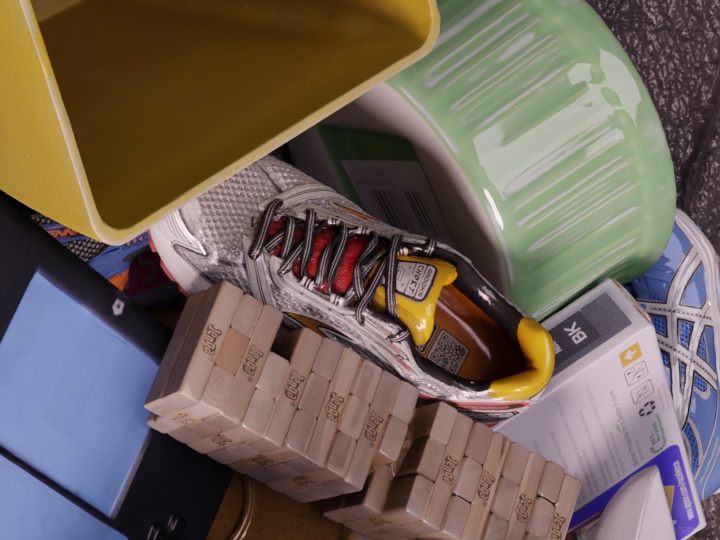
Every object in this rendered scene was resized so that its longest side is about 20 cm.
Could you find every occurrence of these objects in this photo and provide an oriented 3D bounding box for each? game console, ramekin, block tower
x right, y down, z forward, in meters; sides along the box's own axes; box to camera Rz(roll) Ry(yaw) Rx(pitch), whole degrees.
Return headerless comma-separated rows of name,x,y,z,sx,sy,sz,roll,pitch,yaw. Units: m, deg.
game console,-0.133,0.083,0.707,0.200,0.031,0.177,43,65,-42
ramekin,0.050,-0.056,0.885,0.098,0.200,0.201,-35,106,-24
block tower,0.004,0.077,0.762,0.200,0.054,0.058,32,63,-22

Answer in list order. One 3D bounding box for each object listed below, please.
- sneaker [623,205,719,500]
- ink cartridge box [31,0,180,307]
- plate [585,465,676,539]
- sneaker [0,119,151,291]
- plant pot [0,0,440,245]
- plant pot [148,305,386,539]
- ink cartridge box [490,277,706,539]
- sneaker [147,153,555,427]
sneaker,0.171,0.044,1.028,0.077,0.076,0.201,-28,101,-37
ink cartridge box,-0.124,-0.082,0.858,0.119,0.042,0.201,-22,97,-34
plate,0.115,0.212,0.870,0.200,0.032,0.200,60,44,-63
sneaker,-0.109,-0.044,0.781,0.200,0.075,0.079,-49,128,-38
plant pot,-0.114,-0.149,0.718,0.200,0.176,0.201,-36,122,-38
plant pot,-0.079,0.105,0.804,0.199,0.028,0.201,-2,68,4
ink cartridge box,0.073,0.124,0.901,0.200,0.043,0.198,-34,140,-7
sneaker,0.000,0.000,0.767,0.200,0.082,0.078,29,68,-17
